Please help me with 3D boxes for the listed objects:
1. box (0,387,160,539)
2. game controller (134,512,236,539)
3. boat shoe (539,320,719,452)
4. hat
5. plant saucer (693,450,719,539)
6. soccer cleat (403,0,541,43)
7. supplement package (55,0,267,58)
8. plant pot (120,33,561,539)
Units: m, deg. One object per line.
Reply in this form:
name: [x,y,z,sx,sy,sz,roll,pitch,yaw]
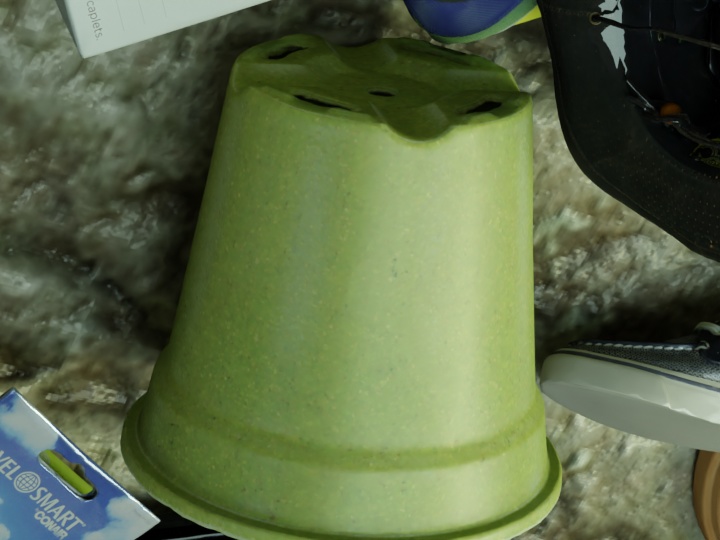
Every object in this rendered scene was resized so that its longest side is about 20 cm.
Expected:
box: [-0.210,0.135,1.243,0.200,0.048,0.122,-37,129,7]
game controller: [-0.040,0.157,1.326,0.200,0.042,0.105,-5,125,-16]
boat shoe: [0.194,0.041,1.317,0.200,0.093,0.075,12,164,1]
hat: [0.167,-0.105,1.091,0.081,0.200,0.201,-32,138,-42]
plant saucer: [0.278,0.110,1.401,0.200,0.037,0.200,-6,127,-8]
soccer cleat: [0.107,-0.162,1.158,0.200,0.065,0.084,-26,158,-6]
supplement package: [-0.044,-0.205,1.000,0.200,0.151,0.152,-18,127,-8]
plant pot: [0.000,0.000,1.155,0.200,0.200,0.185,-2,112,-19]
